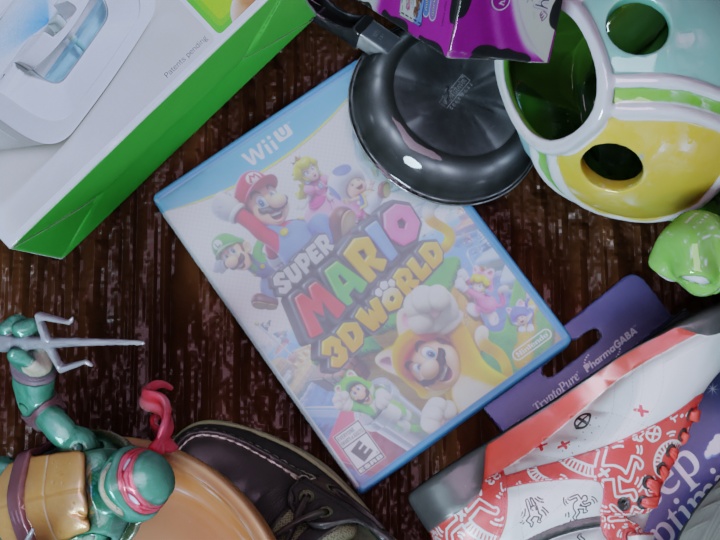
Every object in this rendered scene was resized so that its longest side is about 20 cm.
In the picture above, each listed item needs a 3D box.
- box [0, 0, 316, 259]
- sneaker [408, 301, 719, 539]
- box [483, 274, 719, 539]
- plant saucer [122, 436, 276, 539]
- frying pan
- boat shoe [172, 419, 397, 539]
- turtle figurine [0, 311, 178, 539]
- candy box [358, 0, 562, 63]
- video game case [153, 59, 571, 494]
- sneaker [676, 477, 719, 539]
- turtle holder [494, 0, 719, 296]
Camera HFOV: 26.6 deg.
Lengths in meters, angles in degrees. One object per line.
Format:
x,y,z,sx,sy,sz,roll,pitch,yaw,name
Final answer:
-0.158,-0.138,0.811,0.200,0.097,0.177,-43,84,2,box
0.134,0.106,0.772,0.201,0.067,0.108,-32,82,-4,sneaker
0.169,0.110,0.822,0.121,0.032,0.200,-37,82,-8,box
-0.120,0.185,0.766,0.200,0.037,0.201,-3,81,19,plant saucer
0.031,-0.123,0.855,0.115,0.031,0.190,-26,79,-23,frying pan
-0.019,0.145,0.789,0.201,0.066,0.072,38,82,6,boat shoe
-0.157,0.109,0.718,0.200,0.101,0.150,-20,58,32,turtle figurine
0.039,-0.197,0.770,0.061,0.200,0.137,0,114,-26,candy box
0.000,0.000,0.837,0.143,0.018,0.200,-35,79,-8,video game case
0.245,0.097,0.758,0.078,0.086,0.200,39,78,-31,sneaker
0.141,-0.080,0.790,0.132,0.141,0.186,-3,91,-43,turtle holder
